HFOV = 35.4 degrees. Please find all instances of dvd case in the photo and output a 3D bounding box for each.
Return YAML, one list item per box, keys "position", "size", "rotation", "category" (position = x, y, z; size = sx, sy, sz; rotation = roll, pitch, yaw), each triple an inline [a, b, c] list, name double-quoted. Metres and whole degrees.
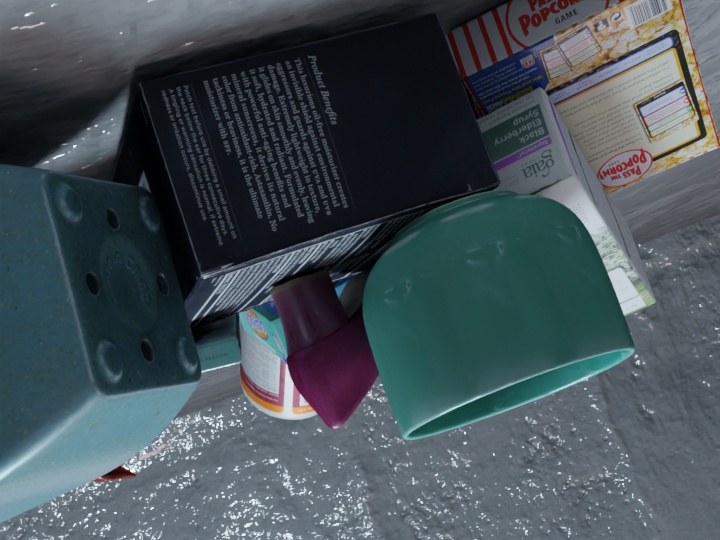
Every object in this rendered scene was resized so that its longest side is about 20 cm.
- position: [-0.158, 0.058, 0.835]
  size: [0.143, 0.022, 0.200]
  rotation: [-13, -174, -4]
  category: "dvd case"

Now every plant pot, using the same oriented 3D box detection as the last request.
- position: [-0.206, 0.036, 0.622]
  size: [0.197, 0.200, 0.195]
  rotation: [-19, 173, 18]
  category: "plant pot"

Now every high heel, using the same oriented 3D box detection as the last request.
- position: [0.019, 0.042, 0.780]
  size: [0.198, 0.098, 0.067]
  rotation: [-14, 171, -46]
  category: "high heel"

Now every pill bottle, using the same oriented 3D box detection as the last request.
- position: [-0.064, 0.041, 1.100]
  size: [0.108, 0.110, 0.202]
  rotation: [-17, 137, -24]
  category: "pill bottle"

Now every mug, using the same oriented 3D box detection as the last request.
- position: [0.069, 0.028, 0.698]
  size: [0.150, 0.116, 0.185]
  rotation: [-11, 164, -33]
  category: "mug"

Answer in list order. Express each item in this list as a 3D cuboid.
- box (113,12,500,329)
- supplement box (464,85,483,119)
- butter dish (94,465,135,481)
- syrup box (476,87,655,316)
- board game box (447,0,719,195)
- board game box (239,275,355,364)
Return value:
- position: [-0.047, -0.056, 0.738]
  size: [0.195, 0.125, 0.200]
  rotation: [-17, 173, -21]
  category: "box"
- position: [0.078, -0.112, 0.921]
  size: [0.197, 0.062, 0.109]
  rotation: [-22, 172, 7]
  category: "supplement box"
- position: [-0.337, 0.146, 1.280]
  size: [0.197, 0.150, 0.200]
  rotation: [21, 171, 3]
  category: "butter dish"
- position: [0.140, -0.034, 0.815]
  size: [0.078, 0.083, 0.200]
  rotation: [-25, 142, 18]
  category: "syrup box"
- position: [0.166, -0.127, 0.808]
  size: [0.149, 0.047, 0.200]
  rotation: [-23, 145, 13]
  category: "board game box"
- position: [0.000, 0.000, 0.929]
  size: [0.198, 0.046, 0.152]
  rotation: [-28, -163, -15]
  category: "board game box"
